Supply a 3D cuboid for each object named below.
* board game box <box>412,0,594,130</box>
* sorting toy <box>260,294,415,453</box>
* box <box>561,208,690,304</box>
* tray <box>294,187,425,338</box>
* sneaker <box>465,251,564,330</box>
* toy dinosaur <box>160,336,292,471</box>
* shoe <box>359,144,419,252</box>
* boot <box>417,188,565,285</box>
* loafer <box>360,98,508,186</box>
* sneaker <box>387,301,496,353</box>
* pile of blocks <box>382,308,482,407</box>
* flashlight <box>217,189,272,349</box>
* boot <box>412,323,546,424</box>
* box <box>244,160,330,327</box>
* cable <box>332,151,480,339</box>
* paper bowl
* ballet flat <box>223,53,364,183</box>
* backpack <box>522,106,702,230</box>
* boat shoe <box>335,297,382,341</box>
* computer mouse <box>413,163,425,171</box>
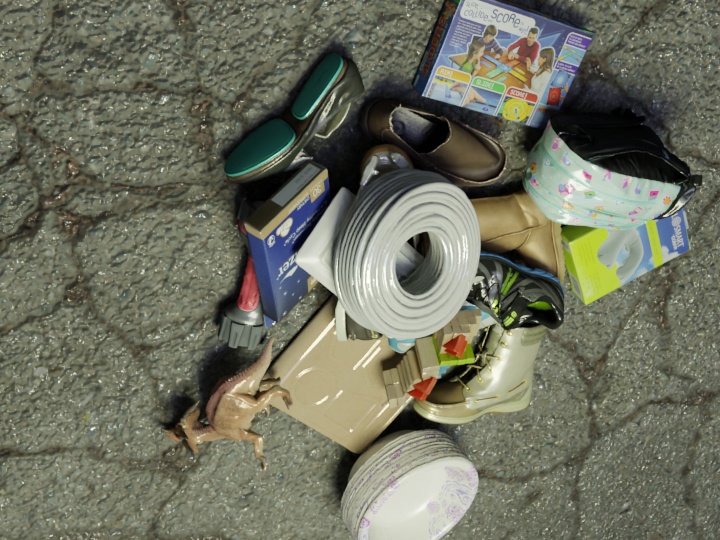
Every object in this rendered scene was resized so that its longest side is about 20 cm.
[{"bbox_3d":[0.176,-0.258,1.326,0.199,0.034,0.136,11,114,-29],"label":"board game box"},{"bbox_3d":[-0.017,0.141,1.484,0.200,0.037,0.185,36,100,-30],"label":"sorting toy"},{"bbox_3d":[0.383,-0.049,1.532,0.199,0.048,0.122,-28,126,-5],"label":"box"},{"bbox_3d":[0.015,-0.004,1.302,0.200,0.022,0.108,40,82,-39],"label":"tray"},{"bbox_3d":[0.185,0.032,1.399,0.198,0.083,0.071,13,136,-23],"label":"sneaker"},{"bbox_3d":[-0.170,0.175,1.381,0.135,0.086,0.201,13,121,-21],"label":"toy dinosaur"},{"bbox_3d":[0.045,-0.073,1.331,0.069,0.054,0.201,-16,140,-1],"label":"shoe"},{"bbox_3d":[0.170,-0.027,1.447,0.199,0.066,0.176,-15,114,-14],"label":"boot"},{"bbox_3d":[0.097,-0.150,1.311,0.199,0.071,0.074,16,92,-20],"label":"loafer"},{"bbox_3d":[0.124,0.062,1.464,0.199,0.077,0.081,-4,118,-23],"label":"sneaker"},{"bbox_3d":[0.099,0.129,1.414,0.082,0.062,0.200,10,139,-29],"label":"pile of blocks"},{"bbox_3d":[-0.135,0.003,1.333,0.068,0.067,0.201,-28,142,-55],"label":"flashlight"},{"bbox_3d":[0.172,0.133,1.533,0.199,0.072,0.156,-5,122,-29],"label":"boot"},{"bbox_3d":[-0.078,-0.022,1.297,0.121,0.032,0.201,-47,153,-29],"label":"box"},{"bbox_3d":[0.059,-0.018,1.271,0.199,0.069,0.201,26,89,-41],"label":"cable"},{"bbox_3d":[0.062,0.312,1.557,0.200,0.104,0.202,-21,137,-21],"label":"paper bowl"},{"bbox_3d":[-0.069,-0.162,1.262,0.200,0.068,0.068,-43,134,6],"label":"ballet flat"},{"bbox_3d":[0.308,-0.127,1.375,0.199,0.167,0.127,1,126,-34],"label":"backpack"},{"bbox_3d":[0.000,0.000,1.353,0.060,0.072,0.202,3,123,5],"label":"boat shoe"},{"bbox_3d":[0.050,-0.100,1.367,0.199,0.034,0.059,-29,126,-5],"label":"computer mouse"}]
